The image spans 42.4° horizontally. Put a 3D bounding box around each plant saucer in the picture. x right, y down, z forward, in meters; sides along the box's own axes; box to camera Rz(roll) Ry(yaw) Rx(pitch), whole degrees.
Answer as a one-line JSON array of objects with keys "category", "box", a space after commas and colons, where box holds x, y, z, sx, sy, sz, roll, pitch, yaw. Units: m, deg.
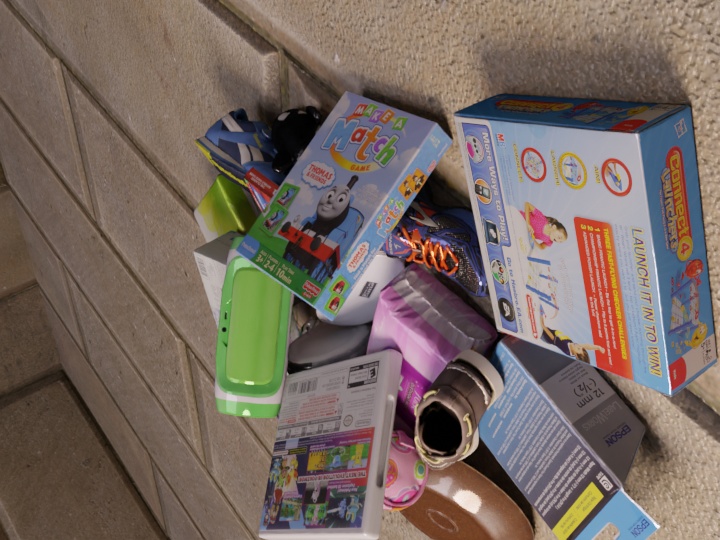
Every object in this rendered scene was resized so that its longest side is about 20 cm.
[{"category": "plant saucer", "box": [0.100, 0.270, 1.051, 0.198, 0.037, 0.202, 27, 151, 17]}]

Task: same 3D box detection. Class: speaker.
[{"category": "speaker", "box": [-0.123, 0.066, 1.091, 0.088, 0.087, 0.205, -1, 83, 61]}]

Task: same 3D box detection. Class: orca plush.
[{"category": "orca plush", "box": [-0.063, -0.108, 1.036, 0.202, 0.070, 0.106, 61, 159, 27]}]

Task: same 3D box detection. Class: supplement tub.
[{"category": "supplement tub", "box": [-0.009, 0.171, 1.151, 0.122, 0.121, 0.203, 13, 127, 58]}]

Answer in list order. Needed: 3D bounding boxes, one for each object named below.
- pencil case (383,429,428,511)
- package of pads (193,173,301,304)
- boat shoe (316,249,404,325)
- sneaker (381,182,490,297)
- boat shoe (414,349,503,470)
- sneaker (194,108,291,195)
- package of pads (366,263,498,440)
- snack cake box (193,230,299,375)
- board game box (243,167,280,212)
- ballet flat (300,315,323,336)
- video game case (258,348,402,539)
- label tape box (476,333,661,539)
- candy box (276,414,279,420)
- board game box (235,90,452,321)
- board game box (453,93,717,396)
[{"category": "pencil case", "box": [-0.015, 0.221, 1.029, 0.198, 0.087, 0.089, -17, 99, 52]}, {"category": "package of pads", "box": [-0.154, -0.031, 1.311, 0.203, 0.067, 0.154, 64, 153, 2]}, {"category": "boat shoe", "box": [0.000, 0.000, 1.055, 0.201, 0.070, 0.069, 121, 158, -58]}, {"category": "sneaker", "box": [0.059, -0.031, 0.901, 0.199, 0.078, 0.076, 40, 146, 41]}, {"category": "boat shoe", "box": [0.080, 0.148, 0.890, 0.072, 0.059, 0.201, 41, 151, 15]}, {"category": "sneaker", "box": [-0.117, -0.135, 1.128, 0.199, 0.082, 0.074, 36, 167, 29]}, {"category": "package of pads", "box": [0.067, 0.099, 0.993, 0.120, 0.075, 0.202, 43, 148, 22]}, {"category": "snack cake box", "box": [-0.141, 0.061, 1.223, 0.114, 0.067, 0.204, 20, 131, 49]}, {"category": "board game box", "box": [-0.072, -0.041, 1.095, 0.102, 0.020, 0.201, 35, 166, 21]}, {"category": "ballet flat", "box": [-0.023, 0.151, 1.234, 0.063, 0.076, 0.203, -7, 116, 27]}, {"category": "video game case", "box": [-0.034, 0.187, 0.976, 0.198, 0.023, 0.186, -20, 55, 50]}, {"category": "label tape box", "box": [0.190, 0.162, 0.843, 0.201, 0.065, 0.144, 50, 151, 24]}, {"category": "candy box", "box": [-0.060, 0.275, 1.348, 0.168, 0.070, 0.204, -150, 39, -78]}, {"category": "board game box", "box": [-0.020, -0.069, 0.899, 0.037, 0.202, 0.150, 39, 173, -41]}, {"category": "board game box", "box": [0.170, -0.029, 0.721, 0.195, 0.055, 0.204, 20, 130, 55]}]
